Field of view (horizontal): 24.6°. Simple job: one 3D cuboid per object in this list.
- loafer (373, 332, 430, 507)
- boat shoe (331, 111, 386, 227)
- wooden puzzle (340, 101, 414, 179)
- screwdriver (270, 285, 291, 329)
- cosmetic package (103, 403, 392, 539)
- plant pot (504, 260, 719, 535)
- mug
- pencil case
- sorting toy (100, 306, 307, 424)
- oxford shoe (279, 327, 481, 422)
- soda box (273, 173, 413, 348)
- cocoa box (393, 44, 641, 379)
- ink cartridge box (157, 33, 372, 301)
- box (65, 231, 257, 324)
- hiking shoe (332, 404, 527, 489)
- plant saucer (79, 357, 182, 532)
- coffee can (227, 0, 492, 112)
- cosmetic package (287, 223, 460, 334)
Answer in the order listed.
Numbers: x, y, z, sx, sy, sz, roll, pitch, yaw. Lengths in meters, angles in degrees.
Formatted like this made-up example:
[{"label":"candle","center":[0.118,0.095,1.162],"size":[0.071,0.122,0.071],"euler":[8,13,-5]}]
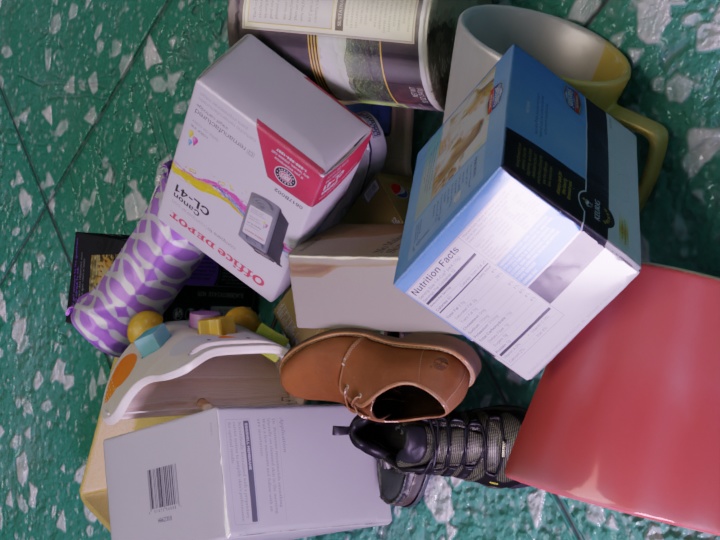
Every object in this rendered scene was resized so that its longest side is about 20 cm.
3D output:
[{"label":"loafer","center":[0.034,0.121,1.534],"size":[0.072,0.062,0.202],"euler":[14,98,48]},{"label":"boat shoe","center":[-0.032,-0.074,1.579],"size":[0.074,0.065,0.201],"euler":[53,149,28]},{"label":"wooden puzzle","center":[-0.018,-0.181,1.620],"size":[0.184,0.046,0.203],"euler":[1,92,49]},{"label":"screwdriver","center":[-0.098,0.082,1.724],"size":[0.028,0.029,0.201],"euler":[44,116,42]},{"label":"cosmetic package","center":[-0.110,0.202,1.593],"size":[0.198,0.199,0.124],"euler":[-19,73,47]},{"label":"plant pot","center":[0.222,0.093,1.233],"size":[0.199,0.199,0.179],"euler":[10,85,49]},{"label":"mug","center":[0.141,-0.113,1.371],"size":[0.187,0.148,0.154],"euler":[50,131,46]},{"label":"pencil case","center":[-0.209,-0.009,1.635],"size":[0.085,0.084,0.201],"euler":[35,107,-2]},{"label":"sorting toy","center":[-0.132,0.087,1.550],"size":[0.180,0.198,0.108],"euler":[171,96,-69]},{"label":"oxford shoe","center":[0.003,0.096,1.415],"size":[0.198,0.072,0.072],"euler":[-5,40,37]},{"label":"soda box","center":[0.000,0.000,1.578],"size":[0.200,0.067,0.064],"euler":[-51,52,34]},{"label":"cocoa box","center":[0.119,-0.048,1.234],"size":[0.134,0.131,0.201],"euler":[-48,16,30]},{"label":"ink cartridge box","center":[-0.090,-0.088,1.487],"size":[0.147,0.086,0.201],"euler":[36,141,9]},{"label":"box","center":[-0.215,0.022,1.788],"size":[0.199,0.121,0.107],"euler":[11,95,49]},{"label":"hiking shoe","center":[0.077,0.155,1.428],"size":[0.198,0.100,0.077],"euler":[3,98,29]},{"label":"plant saucer","center":[-0.228,0.213,1.848],"size":[0.200,0.048,0.202],"euler":[34,113,45]},{"label":"coffee can","center":[0.001,-0.224,1.482],"size":[0.198,0.146,0.148],"euler":[9,94,26]},{"label":"cosmetic package","center":[0.047,0.005,1.440],"size":[0.198,0.105,0.072],"euler":[1,108,27]}]
